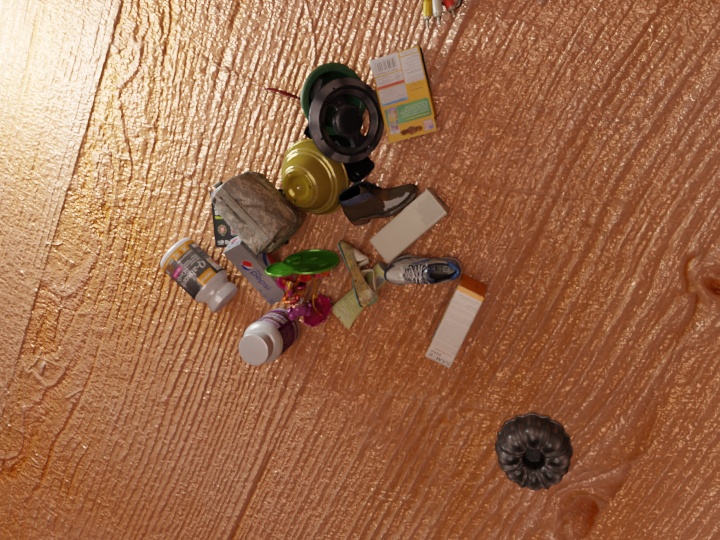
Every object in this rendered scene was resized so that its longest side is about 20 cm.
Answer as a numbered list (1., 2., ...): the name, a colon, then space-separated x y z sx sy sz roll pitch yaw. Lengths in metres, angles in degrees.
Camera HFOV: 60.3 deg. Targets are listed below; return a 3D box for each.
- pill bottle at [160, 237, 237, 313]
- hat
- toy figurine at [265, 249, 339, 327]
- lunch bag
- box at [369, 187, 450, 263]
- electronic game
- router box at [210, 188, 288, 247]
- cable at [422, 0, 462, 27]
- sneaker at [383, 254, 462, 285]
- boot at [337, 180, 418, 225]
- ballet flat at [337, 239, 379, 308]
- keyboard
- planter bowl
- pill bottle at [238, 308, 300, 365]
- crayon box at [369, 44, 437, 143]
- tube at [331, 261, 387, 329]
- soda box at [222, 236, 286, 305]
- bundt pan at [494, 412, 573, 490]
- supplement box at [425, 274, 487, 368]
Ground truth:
1. pill bottle: -0.440 0.015 1.703 0.200 0.116 0.117 42 109 3
2. hat: -0.104 -0.448 1.561 0.199 0.176 0.166 33 94 -32
3. toy figurine: -0.144 0.064 1.616 0.150 0.198 0.186 32 131 53
4. lunch bag: -0.261 -0.142 1.522 0.139 0.168 0.200 -43 89 12
5. box: 0.123 -0.112 1.548 0.200 0.068 0.082 -39 90 20
6. electronic game: -0.032 -0.362 1.500 0.198 0.042 0.202 -6 104 -24
7. router box: -0.296 -0.140 1.657 0.198 0.062 0.152 0 101 15
8. cable: 0.172 -0.667 1.421 0.096 0.050 0.202 -14 99 14
9. sneaker: 0.155 0.001 1.540 0.198 0.085 0.078 -7 100 5
10. boot: 0.040 -0.180 1.531 0.198 0.097 0.075 -23 53 19
11. ballet flat: 0.000 0.000 1.581 0.070 0.071 0.202 -30 61 19
12. keyboard: -0.065 -0.300 1.583 0.104 0.040 0.200 -44 87 -4
13. planter bowl: -0.136 -0.220 1.555 0.198 0.083 0.202 13 121 23
14. pill bottle: -0.242 0.178 1.640 0.111 0.200 0.114 3 103 14
15. crayon box: 0.107 -0.420 1.493 0.124 0.052 0.202 -12 98 17
16. tube: 0.003 0.061 1.633 0.052 0.058 0.200 25 117 -37
17. soda box: -0.266 -0.006 1.638 0.068 0.064 0.200 -25 118 29
18. bundt pan: 0.444 0.474 1.588 0.199 0.076 0.204 3 102 14
19. supplement box: 0.238 0.124 1.539 0.073 0.126 0.202 25 107 7
